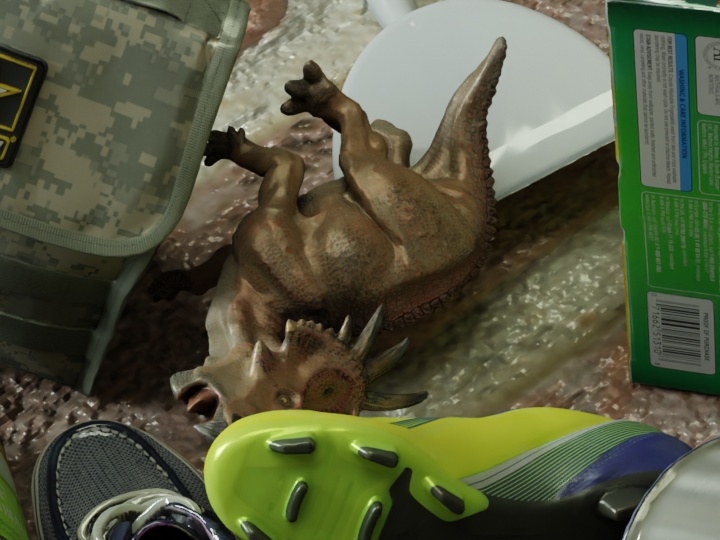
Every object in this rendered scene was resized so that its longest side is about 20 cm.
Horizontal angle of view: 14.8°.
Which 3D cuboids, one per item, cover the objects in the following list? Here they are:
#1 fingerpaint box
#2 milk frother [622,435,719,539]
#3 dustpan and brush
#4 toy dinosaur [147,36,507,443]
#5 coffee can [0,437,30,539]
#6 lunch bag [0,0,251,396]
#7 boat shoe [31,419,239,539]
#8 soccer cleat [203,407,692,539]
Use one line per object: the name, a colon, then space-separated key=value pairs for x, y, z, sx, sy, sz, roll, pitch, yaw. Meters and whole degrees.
fingerpaint box: x=0.152 y=-0.078 z=1.072 sx=0.073 sy=0.201 sz=0.167 roll=8 pitch=46 yaw=16
milk frother: x=0.205 y=0.155 z=0.889 sx=0.180 sy=0.201 sz=0.188 roll=-3 pitch=2 yaw=-26
dustpan and brush: x=0.034 y=-0.086 z=1.215 sx=0.139 sy=0.057 sz=0.200 roll=-27 pitch=52 yaw=0
toy dinosaur: x=0.000 y=0.000 z=1.086 sx=0.200 sy=0.086 sz=0.136 roll=-35 pitch=60 yaw=-15
coffee can: x=-0.191 y=0.101 z=0.994 sx=0.146 sy=0.147 sz=0.200 roll=-17 pitch=45 yaw=-7
lunch bag: x=-0.144 y=-0.060 z=1.071 sx=0.163 sy=0.200 sz=0.118 roll=19 pitch=54 yaw=-7
boat shoe: x=-0.072 y=0.102 z=1.008 sx=0.074 sy=0.093 sz=0.200 roll=-25 pitch=46 yaw=-15
soccer cleat: x=0.035 y=0.079 z=1.002 sx=0.199 sy=0.065 sz=0.084 roll=6 pitch=19 yaw=-19
